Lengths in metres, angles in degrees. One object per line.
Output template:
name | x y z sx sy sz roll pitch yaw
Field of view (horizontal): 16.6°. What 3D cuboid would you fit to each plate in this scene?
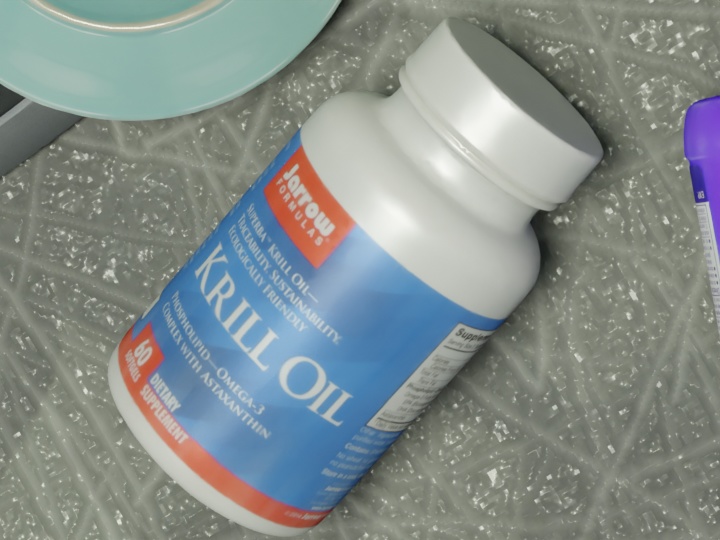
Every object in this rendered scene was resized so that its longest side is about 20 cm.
plate | -0.093 -0.161 1.003 0.199 0.026 0.201 0 83 1

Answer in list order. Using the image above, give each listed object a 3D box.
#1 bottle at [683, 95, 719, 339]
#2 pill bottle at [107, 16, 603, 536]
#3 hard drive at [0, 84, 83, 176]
bottle | 0.170 0.028 0.938 0.065 0.084 0.201 -9 92 19
pill bottle | 0.000 0.000 0.979 0.112 0.112 0.200 43 107 10
hard drive | -0.171 -0.113 1.061 0.200 0.042 0.135 -34 85 19
